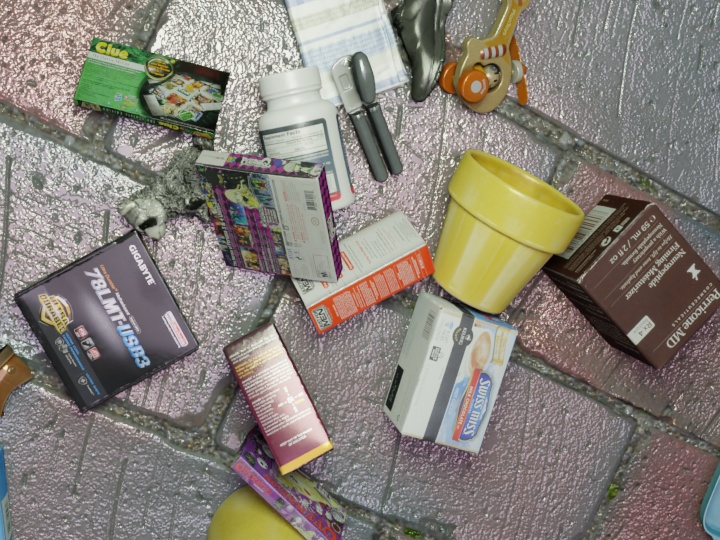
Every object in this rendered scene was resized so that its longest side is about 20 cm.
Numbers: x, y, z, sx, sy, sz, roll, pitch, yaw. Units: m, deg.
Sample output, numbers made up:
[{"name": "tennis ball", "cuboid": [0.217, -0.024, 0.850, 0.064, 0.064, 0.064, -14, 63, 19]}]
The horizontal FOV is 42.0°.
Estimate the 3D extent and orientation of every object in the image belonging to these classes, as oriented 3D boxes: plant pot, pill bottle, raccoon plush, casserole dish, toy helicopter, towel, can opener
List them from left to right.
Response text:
[{"name": "raccoon plush", "cuboid": [-0.277, -0.142, 1.360, 0.132, 0.097, 0.203, 1, 67, 3]}, {"name": "plant pot", "cuboid": [-0.132, 0.439, 1.420, 0.197, 0.142, 0.203, -2, 99, -10]}, {"name": "pill bottle", "cuboid": [-0.083, -0.184, 1.352, 0.118, 0.120, 0.203, -13, 100, -8]}, {"name": "towel", "cuboid": [-0.024, -0.349, 1.388, 0.145, 0.024, 0.202, -20, 101, -7]}, {"name": "can opener", "cuboid": [0.012, -0.222, 1.378, 0.052, 0.067, 0.202, -25, 118, -6]}, {"name": "plant pot", "cuboid": [0.201, -0.050, 1.398, 0.199, 0.201, 0.190, 23, 109, -13]}, {"name": "toy helicopter", "cuboid": [0.212, -0.333, 1.406, 0.131, 0.079, 0.202, 15, 103, -29]}, {"name": "casserole dish", "cuboid": [0.652, 0.376, 1.612, 0.120, 0.039, 0.202, 21, 94, -13]}]

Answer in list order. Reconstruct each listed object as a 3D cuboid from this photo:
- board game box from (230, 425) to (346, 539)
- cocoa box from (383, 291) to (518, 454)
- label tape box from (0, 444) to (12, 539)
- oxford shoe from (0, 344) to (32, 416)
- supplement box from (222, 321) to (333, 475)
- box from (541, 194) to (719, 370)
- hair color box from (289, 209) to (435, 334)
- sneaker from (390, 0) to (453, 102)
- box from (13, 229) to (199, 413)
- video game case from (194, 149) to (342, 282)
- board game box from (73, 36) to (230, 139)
[{"name": "board game box", "cuboid": [-0.104, 0.329, 1.408, 0.200, 0.120, 0.032, 45, 107, -6]}, {"name": "cocoa box", "cuboid": [0.135, 0.154, 1.433, 0.130, 0.133, 0.203, 16, 95, -13]}, {"name": "label tape box", "cuboid": [-0.615, 0.338, 1.355, 0.197, 0.066, 0.145, -4, 98, -7]}, {"name": "oxford shoe", "cuboid": [-0.555, 0.202, 1.345, 0.200, 0.071, 0.071, -44, 108, -3]}, {"name": "supplement box", "cuboid": [-0.118, 0.189, 1.371, 0.085, 0.110, 0.202, -26, 81, -7]}, {"name": "box", "cuboid": [0.419, 0.013, 1.451, 0.166, 0.164, 0.200, -46, 103, -1]}, {"name": "hair color box", "cuboid": [0.000, 0.000, 1.397, 0.198, 0.102, 0.062, -27, 132, -5]}, {"name": "sneaker", "cuboid": [0.086, -0.351, 1.392, 0.089, 0.076, 0.203, 7, 88, -4]}, {"name": "box", "cuboid": [-0.367, 0.073, 1.373, 0.197, 0.050, 0.202, -27, 103, -5]}, {"name": "video game case", "cuboid": [-0.123, -0.073, 1.309, 0.179, 0.036, 0.201, 8, 138, 16]}, {"name": "board game box", "cuboid": [-0.292, -0.256, 1.321, 0.197, 0.023, 0.106, 14, 70, -7]}]
